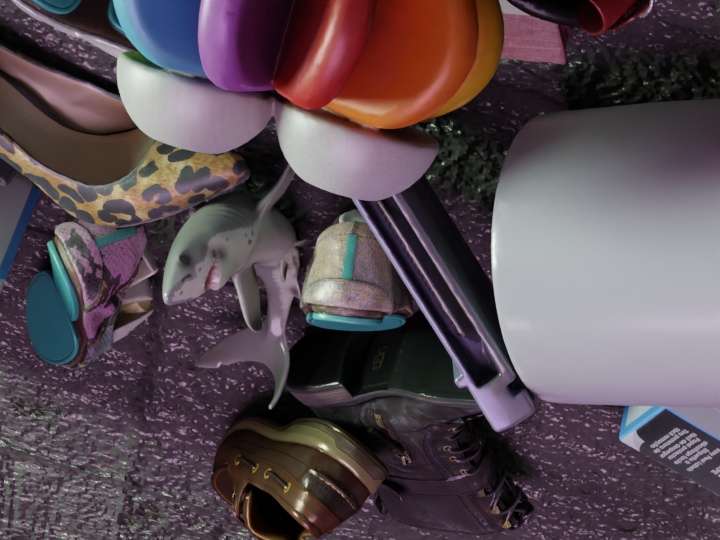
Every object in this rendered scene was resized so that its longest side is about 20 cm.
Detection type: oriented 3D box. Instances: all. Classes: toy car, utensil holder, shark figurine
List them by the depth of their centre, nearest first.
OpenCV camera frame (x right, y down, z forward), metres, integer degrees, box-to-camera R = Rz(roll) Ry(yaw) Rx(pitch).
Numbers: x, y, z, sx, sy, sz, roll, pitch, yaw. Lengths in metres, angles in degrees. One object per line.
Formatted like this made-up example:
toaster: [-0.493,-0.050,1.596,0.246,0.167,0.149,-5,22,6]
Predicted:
toy car: [-0.033,-0.129,1.436,0.200,0.150,0.175,17,101,8]
utensil holder: [0.190,-0.007,1.557,0.200,0.170,0.170,-2,138,27]
shark figurine: [-0.078,-0.013,1.746,0.089,0.128,0.214,22,167,17]

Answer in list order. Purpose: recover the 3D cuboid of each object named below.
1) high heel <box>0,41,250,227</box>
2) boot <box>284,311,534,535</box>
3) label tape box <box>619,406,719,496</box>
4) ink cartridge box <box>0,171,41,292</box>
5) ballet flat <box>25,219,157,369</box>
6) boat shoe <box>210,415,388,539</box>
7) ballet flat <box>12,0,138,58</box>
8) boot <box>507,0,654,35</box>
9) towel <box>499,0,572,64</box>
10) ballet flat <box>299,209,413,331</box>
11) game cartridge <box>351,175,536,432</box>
high heel: [-0.168,-0.091,1.671,0.200,0.071,0.143,6,149,29]
boot: [0.061,0.101,1.835,0.200,0.069,0.174,-1,141,39]
label tape box: [0.273,0.092,1.732,0.200,0.066,0.143,30,141,-13]
ink cartridge box: [-0.314,0.012,1.803,0.146,0.147,0.200,30,142,-16]
ballet flat: [-0.157,0.011,1.796,0.071,0.069,0.200,-20,168,-16]
boat shoe: [-0.054,0.136,1.877,0.072,0.068,0.200,41,161,-15]
ballet flat: [-0.149,-0.150,1.608,0.200,0.069,0.069,32,141,-19]
boot: [0.167,-0.165,1.388,0.200,0.144,0.072,-2,137,23]
towel: [0.027,-0.187,1.519,0.144,0.023,0.200,6,140,18]
ballet flat: [0.000,0.000,1.711,0.068,0.067,0.200,4,177,-3]
game cartridge: [0.029,-0.018,1.604,0.038,0.130,0.200,-31,105,5]
